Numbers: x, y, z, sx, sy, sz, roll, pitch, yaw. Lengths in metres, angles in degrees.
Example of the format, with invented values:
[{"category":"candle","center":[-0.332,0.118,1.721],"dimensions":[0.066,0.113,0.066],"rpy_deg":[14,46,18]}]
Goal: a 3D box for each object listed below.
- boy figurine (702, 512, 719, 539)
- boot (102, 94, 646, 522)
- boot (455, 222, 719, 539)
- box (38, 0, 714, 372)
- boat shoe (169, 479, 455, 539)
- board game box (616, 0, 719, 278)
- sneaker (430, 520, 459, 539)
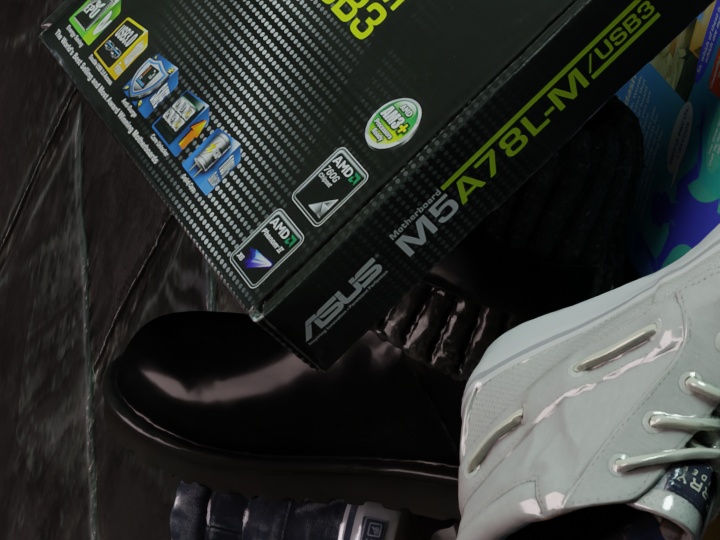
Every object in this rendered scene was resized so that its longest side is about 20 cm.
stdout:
[{"category":"boy figurine","center":[0.124,0.103,0.914],"dimensions":[0.200,0.064,0.125],"rpy_deg":[-127,47,-61]},{"category":"boot","center":[0.002,-0.001,1.041],"dimensions":[0.079,0.210,0.159],"rpy_deg":[-47,-41,-58]},{"category":"boot","center":[0.109,0.041,0.874],"dimensions":[0.200,0.073,0.096],"rpy_deg":[-31,33,36]},{"category":"box","center":[0.003,-0.092,0.987],"dimensions":[0.193,0.047,0.200],"rpy_deg":[-45,43,6]},{"category":"boat shoe","center":[-0.008,0.071,1.158],"dimensions":[0.200,0.090,0.071],"rpy_deg":[-42,-37,-71]},{"category":"board game box","center":[0.129,-0.069,1.000],"dimensions":[0.200,0.045,0.153],"rpy_deg":[-116,38,-60]},{"category":"sneaker","center":[-0.001,0.148,1.178],"dimensions":[0.200,0.115,0.079],"rpy_deg":[-134,55,-67]}]
